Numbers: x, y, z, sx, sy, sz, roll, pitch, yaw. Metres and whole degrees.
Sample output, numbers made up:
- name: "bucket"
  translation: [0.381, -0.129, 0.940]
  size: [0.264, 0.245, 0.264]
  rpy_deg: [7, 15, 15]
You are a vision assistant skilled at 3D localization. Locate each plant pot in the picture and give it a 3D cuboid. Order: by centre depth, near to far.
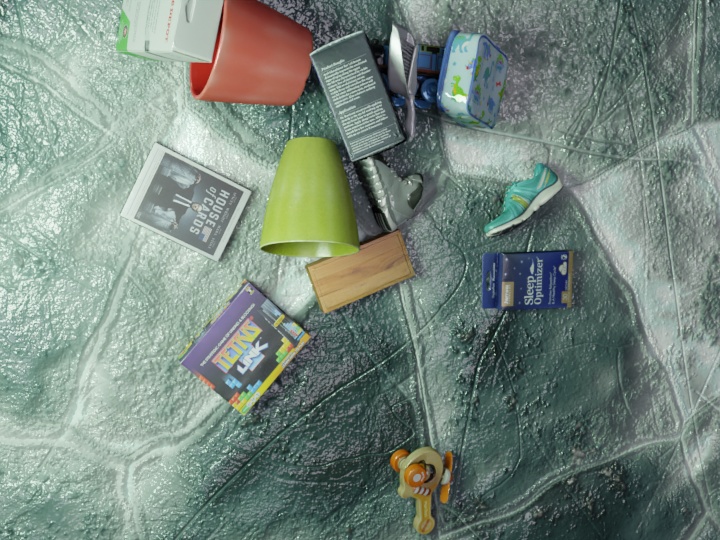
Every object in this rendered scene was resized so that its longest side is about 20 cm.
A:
- name: "plant pot"
  translation: [-0.190, -0.381, 1.507]
  size: [0.176, 0.200, 0.202]
  rpy_deg: [10, 95, -27]
- name: "plant pot"
  translation: [-0.092, -0.137, 1.580]
  size: [0.185, 0.187, 0.202]
  rpy_deg: [2, 82, -16]

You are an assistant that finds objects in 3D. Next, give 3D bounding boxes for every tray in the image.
- name: "tray"
  translation: [0.000, 0.000, 1.685]
  size: [0.199, 0.037, 0.099]
  rpy_deg: [-23, 104, -13]

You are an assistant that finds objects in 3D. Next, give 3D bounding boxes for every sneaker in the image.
- name: "sneaker"
  translation: [0.062, -0.185, 1.664]
  size: [0.115, 0.075, 0.201]
  rpy_deg: [-27, 113, -17]
- name: "sneaker"
  translation: [0.324, -0.140, 1.749]
  size: [0.200, 0.078, 0.080]
  rpy_deg: [-41, 87, -12]

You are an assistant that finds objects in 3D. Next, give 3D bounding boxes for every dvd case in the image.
- name: "dvd case"
  translation: [-0.322, -0.125, 1.581]
  size: [0.199, 0.025, 0.151]
  rpy_deg: [26, 91, -17]

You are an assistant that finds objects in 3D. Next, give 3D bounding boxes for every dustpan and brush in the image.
- name: "dustpan and brush"
  translation: [0.083, -0.336, 1.536]
  size: [0.057, 0.140, 0.202]
  rpy_deg: [11, 102, 13]

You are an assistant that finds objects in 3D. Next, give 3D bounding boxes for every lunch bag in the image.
- name: "lunch bag"
  translation: [0.214, -0.360, 1.618]
  size: [0.082, 0.200, 0.162]
  rpy_deg: [13, 94, 25]

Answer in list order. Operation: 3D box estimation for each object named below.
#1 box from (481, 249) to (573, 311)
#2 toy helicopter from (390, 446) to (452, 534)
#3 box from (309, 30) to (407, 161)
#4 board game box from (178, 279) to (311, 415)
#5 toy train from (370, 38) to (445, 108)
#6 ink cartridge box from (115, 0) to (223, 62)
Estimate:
- name: "box"
  translation: [0.351, 0.021, 1.790]
  size: [0.198, 0.032, 0.122]
  rpy_deg: [-2, 99, -15]
- name: "toy helicopter"
  translation: [0.139, 0.459, 1.782]
  size: [0.131, 0.079, 0.202]
  rpy_deg: [-12, 112, -23]
- name: "box"
  translation: [0.000, -0.304, 1.510]
  size: [0.104, 0.148, 0.201]
  rpy_deg: [-22, 95, 8]
- name: "board game box"
  translation: [-0.221, 0.146, 1.632]
  size: [0.165, 0.057, 0.200]
  rpy_deg: [42, 85, -18]
- name: "toy train"
  translation: [0.080, -0.377, 1.632]
  size: [0.198, 0.087, 0.115]
  rpy_deg: [3, 88, -14]
- name: "ink cartridge box"
  translation: [-0.321, -0.431, 1.439]
  size: [0.084, 0.199, 0.147]
  rpy_deg: [7, 97, -44]
